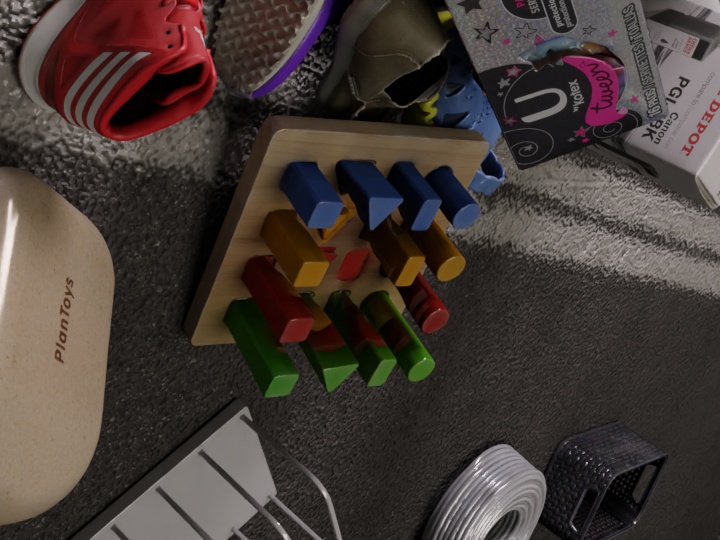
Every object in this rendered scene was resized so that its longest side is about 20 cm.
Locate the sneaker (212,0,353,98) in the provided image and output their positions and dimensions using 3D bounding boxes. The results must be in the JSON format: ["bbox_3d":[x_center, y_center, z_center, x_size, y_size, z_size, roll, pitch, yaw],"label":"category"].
[{"bbox_3d":[-0.017,-0.195,0.728,0.201,0.069,0.099,-60,149,5],"label":"sneaker"}]

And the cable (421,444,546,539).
[{"bbox_3d":[0.153,0.318,1.365,0.199,0.069,0.201,-33,140,-31],"label":"cable"}]

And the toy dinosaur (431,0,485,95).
[{"bbox_3d":[0.126,-0.215,0.898,0.136,0.101,0.202,-31,128,-66],"label":"toy dinosaur"}]

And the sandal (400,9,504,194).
[{"bbox_3d":[0.076,-0.124,0.879,0.086,0.080,0.201,-8,141,-4],"label":"sandal"}]

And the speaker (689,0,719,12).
[{"bbox_3d":[0.300,-0.289,1.047,0.081,0.081,0.200,-53,146,-5],"label":"speaker"}]

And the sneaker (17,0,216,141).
[{"bbox_3d":[-0.097,-0.156,0.616,0.201,0.115,0.078,-57,146,1],"label":"sneaker"}]

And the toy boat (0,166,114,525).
[{"bbox_3d":[-0.225,0.046,0.620,0.131,0.130,0.202,51,33,-55],"label":"toy boat"}]

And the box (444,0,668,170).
[{"bbox_3d":[0.115,-0.185,0.712,0.114,0.133,0.200,-19,143,14],"label":"box"}]

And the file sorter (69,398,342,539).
[{"bbox_3d":[-0.123,0.241,0.901,0.200,0.124,0.139,-40,143,-25],"label":"file sorter"}]

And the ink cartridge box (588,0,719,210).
[{"bbox_3d":[0.271,-0.169,0.997,0.147,0.199,0.083,-57,145,1],"label":"ink cartridge box"}]

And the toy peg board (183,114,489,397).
[{"bbox_3d":[0.000,0.000,0.814,0.199,0.098,0.200,-2,133,-37],"label":"toy peg board"}]

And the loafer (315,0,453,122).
[{"bbox_3d":[0.018,-0.135,0.763,0.075,0.070,0.200,-45,176,-9],"label":"loafer"}]

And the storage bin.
[{"bbox_3d":[0.349,0.311,1.589,0.199,0.093,0.136,-4,120,-51],"label":"storage bin"}]
